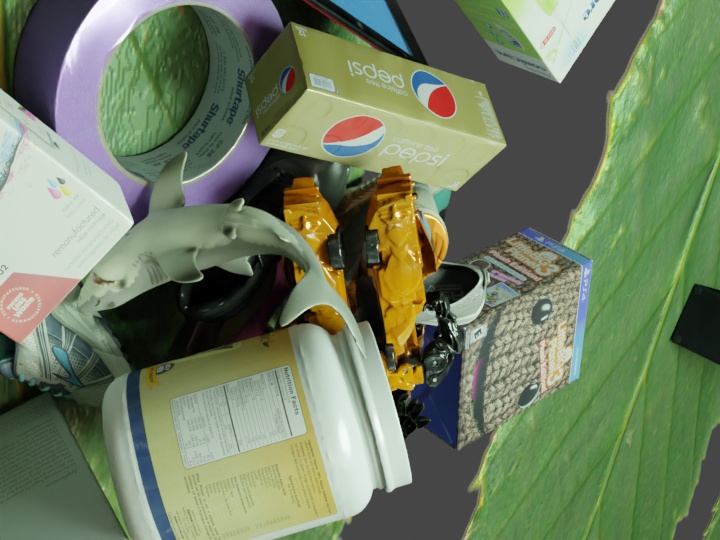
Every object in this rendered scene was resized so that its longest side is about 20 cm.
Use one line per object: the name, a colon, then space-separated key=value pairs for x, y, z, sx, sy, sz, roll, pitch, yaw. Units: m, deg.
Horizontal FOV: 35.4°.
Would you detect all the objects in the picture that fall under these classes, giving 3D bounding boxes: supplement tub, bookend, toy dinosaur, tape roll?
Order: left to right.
tape roll: x=-0.149 y=-0.137 z=0.830 sx=0.199 sy=0.065 sz=0.202 roll=-23 pitch=127 yaw=-34
supplement tub: x=-0.073 y=0.122 z=0.819 sx=0.198 sy=0.145 sz=0.145 roll=-15 pitch=129 yaw=-4
toy dinosaur: x=0.022 y=0.114 z=1.126 sx=0.136 sy=0.101 sz=0.202 roll=-76 pitch=170 yaw=-68
bookend: x=0.587 y=0.107 z=1.617 sx=0.199 sy=0.198 sz=0.093 roll=10 pitch=104 yaw=-48

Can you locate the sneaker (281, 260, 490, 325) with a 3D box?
sneaker: x=0.025 y=0.014 z=1.040 sx=0.198 sy=0.075 sz=0.082 roll=-7 pitch=160 yaw=-14

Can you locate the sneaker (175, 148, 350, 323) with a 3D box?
sneaker: x=-0.075 y=-0.035 z=0.890 sx=0.201 sy=0.076 sz=0.091 roll=-55 pitch=180 yaw=6

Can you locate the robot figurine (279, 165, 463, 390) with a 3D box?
robot figurine: x=0.005 y=0.019 z=0.879 sx=0.143 sy=0.058 sz=0.201 roll=-6 pitch=128 yaw=4

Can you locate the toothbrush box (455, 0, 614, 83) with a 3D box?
toothbrush box: x=0.154 y=-0.293 z=1.028 sx=0.146 sy=0.086 sz=0.200 roll=-55 pitch=141 yaw=-4

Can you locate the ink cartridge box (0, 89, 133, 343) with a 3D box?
ink cartridge box: x=-0.258 y=-0.059 z=0.710 sx=0.117 sy=0.068 sz=0.200 roll=-45 pitch=123 yaw=6

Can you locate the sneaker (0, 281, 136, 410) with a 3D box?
sneaker: x=-0.233 y=0.059 z=0.868 sx=0.086 sy=0.078 sz=0.201 roll=-32 pitch=127 yaw=-11

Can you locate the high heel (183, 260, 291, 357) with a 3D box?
high heel: x=-0.103 y=0.012 z=0.961 sx=0.096 sy=0.067 sz=0.202 roll=-18 pitch=125 yaw=-43

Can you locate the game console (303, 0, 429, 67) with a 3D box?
game console: x=0.000 y=-0.272 z=0.859 sx=0.199 sy=0.118 sz=0.174 roll=22 pitch=97 yaw=-50

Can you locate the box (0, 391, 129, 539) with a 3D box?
box: x=-0.226 y=0.209 z=0.843 sx=0.097 sy=0.200 sz=0.125 roll=-27 pitch=131 yaw=-17

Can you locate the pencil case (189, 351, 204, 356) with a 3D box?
pencil case: x=-0.121 y=0.151 z=0.979 sx=0.077 sy=0.088 sz=0.201 roll=-10 pitch=147 yaw=1

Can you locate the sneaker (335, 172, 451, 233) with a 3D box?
sneaker: x=0.014 y=-0.038 z=1.047 sx=0.199 sy=0.071 sz=0.081 roll=-28 pitch=128 yaw=-32

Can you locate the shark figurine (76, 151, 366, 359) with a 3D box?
shark figurine: x=-0.085 y=-0.007 z=0.801 sx=0.090 sy=0.212 sz=0.129 roll=55 pitch=47 yaw=-53

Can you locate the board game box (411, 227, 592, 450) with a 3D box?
board game box: x=0.145 y=0.071 z=1.226 sx=0.199 sy=0.097 sz=0.161 roll=-25 pitch=129 yaw=-33

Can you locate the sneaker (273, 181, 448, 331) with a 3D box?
sneaker: x=0.000 y=0.000 z=0.960 sx=0.075 sy=0.092 sz=0.200 roll=35 pitch=120 yaw=-24

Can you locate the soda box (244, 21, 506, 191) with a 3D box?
soda box: x=0.015 y=-0.120 z=0.864 sx=0.199 sy=0.065 sz=0.068 roll=10 pitch=143 yaw=-38
